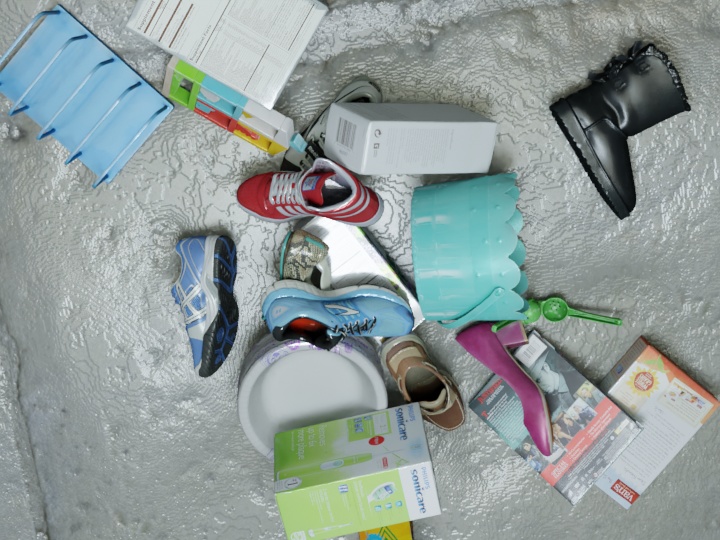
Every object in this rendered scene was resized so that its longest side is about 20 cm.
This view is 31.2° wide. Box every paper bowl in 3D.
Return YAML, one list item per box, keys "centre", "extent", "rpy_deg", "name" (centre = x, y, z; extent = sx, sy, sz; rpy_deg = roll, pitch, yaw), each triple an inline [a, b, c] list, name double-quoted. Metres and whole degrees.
- centre: [-0.066, 0.160, 1.739]
  extent: [0.200, 0.104, 0.202]
  rpy_deg: [-1, 116, -3]
  name: "paper bowl"

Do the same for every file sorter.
- centre: [-0.365, -0.220, 1.653]
  extent: [0.200, 0.123, 0.139]
  rpy_deg: [41, 100, -9]
  name: "file sorter"

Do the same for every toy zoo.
- centre: [-0.160, -0.203, 1.656]
  extent: [0.199, 0.131, 0.021]
  rpy_deg: [29, 77, -7]
  name: "toy zoo"

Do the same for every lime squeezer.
- centre: [0.250, 0.064, 1.742]
  extent: [0.199, 0.071, 0.038]
  rpy_deg: [-1, 129, -24]
  name: "lime squeezer"

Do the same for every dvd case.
- centre: [0.266, 0.201, 1.766]
  extent: [0.200, 0.022, 0.146]
  rpy_deg: [42, 100, 15]
  name: "dvd case"

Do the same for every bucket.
- centre: [0.143, -0.026, 1.666]
  extent: [0.134, 0.207, 0.208]
  rpy_deg: [-4, 103, 11]
  name: "bucket"

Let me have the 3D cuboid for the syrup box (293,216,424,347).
- centre: [0.000, 0.000, 1.728]
  extent: [0.081, 0.079, 0.200]
  rpy_deg: [-38, 100, 7]
  name: "syrup box"

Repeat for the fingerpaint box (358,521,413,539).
- centre: [0.038, 0.366, 1.748]
  extent: [0.073, 0.200, 0.168]
  rpy_deg: [-9, 102, 0]
  name: "fingerpaint box"

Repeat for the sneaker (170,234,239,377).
- centre: [-0.213, 0.046, 1.749]
  extent: [0.077, 0.076, 0.201]
  rpy_deg: [9, 103, 20]
  name: "sneaker"

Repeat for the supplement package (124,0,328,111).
- centre: [-0.159, -0.316, 1.598]
  extent: [0.199, 0.191, 0.147]
  rpy_deg: [29, 99, -8]
  name: "supplement package"

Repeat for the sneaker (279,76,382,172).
- centre: [-0.044, -0.165, 1.688]
  extent: [0.074, 0.089, 0.200]
  rpy_deg: [33, 102, -9]
  name: "sneaker"

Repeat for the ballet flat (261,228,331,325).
- centre: [-0.079, 0.023, 1.691]
  extent: [0.075, 0.068, 0.200]
  rpy_deg: [22, 142, 0]
  name: "ballet flat"

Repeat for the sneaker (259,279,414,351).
- centre: [-0.028, 0.072, 1.641]
  extent: [0.199, 0.090, 0.079]
  rpy_deg: [3, 132, -12]
  name: "sneaker"

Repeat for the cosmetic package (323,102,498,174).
- centre: [0.064, -0.168, 1.635]
  extent: [0.199, 0.102, 0.074]
  rpy_deg: [-2, 111, -32]
  name: "cosmetic package"

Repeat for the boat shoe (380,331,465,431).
- centre: [0.089, 0.165, 1.735]
  extent: [0.076, 0.072, 0.200]
  rpy_deg: [-35, 132, 6]
  name: "boat shoe"

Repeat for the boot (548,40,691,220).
- centre: [0.359, -0.187, 1.698]
  extent: [0.162, 0.073, 0.199]
  rpy_deg: [-32, 101, 3]
  name: "boot"

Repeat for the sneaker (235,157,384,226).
- centre: [-0.078, -0.100, 1.625]
  extent: [0.199, 0.112, 0.072]
  rpy_deg: [5, 81, 18]
  name: "sneaker"

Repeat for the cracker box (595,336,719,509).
- centre: [0.380, 0.211, 1.791]
  extent: [0.134, 0.058, 0.200]
  rpy_deg: [38, 99, -7]
  name: "cracker box"

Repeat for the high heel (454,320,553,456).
- centre: [0.197, 0.162, 1.740]
  extent: [0.096, 0.067, 0.201]
  rpy_deg: [-17, 76, 7]
  name: "high heel"

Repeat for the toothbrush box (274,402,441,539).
- centre: [-0.007, 0.259, 1.652]
  extent: [0.199, 0.146, 0.086]
  rpy_deg: [-11, 115, 2]
  name: "toothbrush box"
